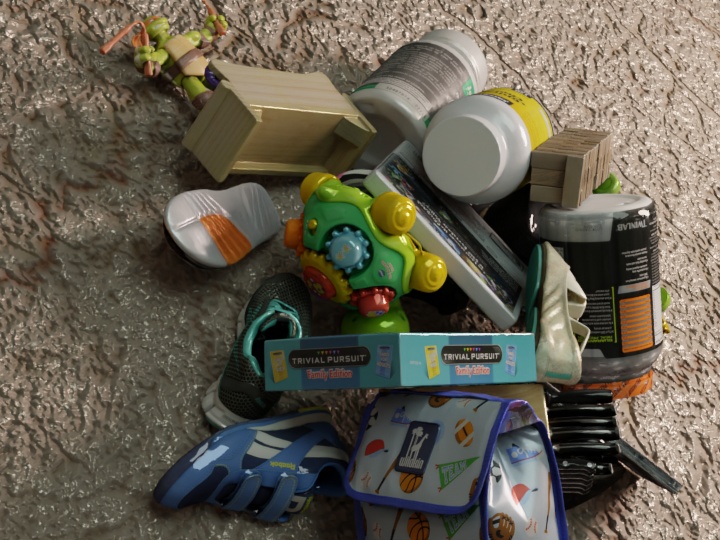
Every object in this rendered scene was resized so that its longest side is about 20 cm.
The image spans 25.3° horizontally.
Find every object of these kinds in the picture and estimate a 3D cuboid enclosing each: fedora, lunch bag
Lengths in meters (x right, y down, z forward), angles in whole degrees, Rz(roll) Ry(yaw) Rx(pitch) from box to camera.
[{"bbox_3d":[0.202,-0.042,1.767,0.200,0.092,0.201,20,45,-21],"label":"fedora"},{"bbox_3d":[0.079,0.201,1.350,0.124,0.170,0.200,-9,96,-42],"label":"lunch bag"}]

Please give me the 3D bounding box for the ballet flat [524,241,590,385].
[{"bbox_3d":[0.188,0.046,1.539,0.062,0.067,0.200,14,37,-1],"label":"ballet flat"}]

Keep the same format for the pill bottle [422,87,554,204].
[{"bbox_3d":[0.129,-0.129,1.660,0.112,0.112,0.200,44,19,6],"label":"pill bottle"}]

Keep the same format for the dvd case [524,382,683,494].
[{"bbox_3d":[0.222,0.152,1.597,0.200,0.016,0.149,38,-2,-2],"label":"dvd case"}]

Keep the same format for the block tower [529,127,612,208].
[{"bbox_3d":[0.223,-0.111,1.689,0.058,0.054,0.200,7,14,15],"label":"block tower"}]

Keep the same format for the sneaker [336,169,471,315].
[{"bbox_3d":[0.046,-0.026,1.656,0.200,0.074,0.087,39,35,-7],"label":"sneaker"}]

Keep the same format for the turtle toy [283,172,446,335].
[{"bbox_3d":[0.000,0.000,1.534,0.101,0.146,0.200,-44,126,-22],"label":"turtle toy"}]

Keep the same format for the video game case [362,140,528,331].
[{"bbox_3d":[0.092,-0.039,1.612,0.200,0.023,0.182,47,18,-2],"label":"video game case"}]

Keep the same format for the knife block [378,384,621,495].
[{"bbox_3d":[0.138,0.139,1.484,0.200,0.064,0.176,38,64,21],"label":"knife block"}]

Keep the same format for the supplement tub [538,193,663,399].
[{"bbox_3d":[0.250,0.026,1.659,0.123,0.123,0.200,-14,105,-42],"label":"supplement tub"}]

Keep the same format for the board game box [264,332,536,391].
[{"bbox_3d":[0.038,0.080,1.414,0.200,0.151,0.047,3,83,-51],"label":"board game box"}]

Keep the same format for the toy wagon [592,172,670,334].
[{"bbox_3d":[0.306,-0.011,1.803,0.155,0.040,0.200,50,26,-46],"label":"toy wagon"}]

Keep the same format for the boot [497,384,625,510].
[{"bbox_3d":[0.154,0.164,1.568,0.200,0.073,0.151,-7,59,-30],"label":"boot"}]

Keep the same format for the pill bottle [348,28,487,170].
[{"bbox_3d":[0.061,-0.188,1.784,0.113,0.113,0.200,39,42,1],"label":"pill bottle"}]

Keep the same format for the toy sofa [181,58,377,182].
[{"bbox_3d":[-0.088,-0.147,1.633,0.200,0.083,0.098,-2,45,-52],"label":"toy sofa"}]

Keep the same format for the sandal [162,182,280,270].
[{"bbox_3d":[-0.142,-0.036,1.553,0.079,0.059,0.207,63,23,3],"label":"sandal"}]

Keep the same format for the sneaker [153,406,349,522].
[{"bbox_3d":[-0.086,0.177,1.385,0.200,0.074,0.082,-12,64,-40],"label":"sneaker"}]

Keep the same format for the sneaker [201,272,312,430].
[{"bbox_3d":[-0.077,0.063,1.475,0.078,0.091,0.200,27,41,-9],"label":"sneaker"}]

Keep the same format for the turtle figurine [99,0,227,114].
[{"bbox_3d":[-0.183,-0.207,1.663,0.161,0.064,0.200,48,33,0],"label":"turtle figurine"}]
